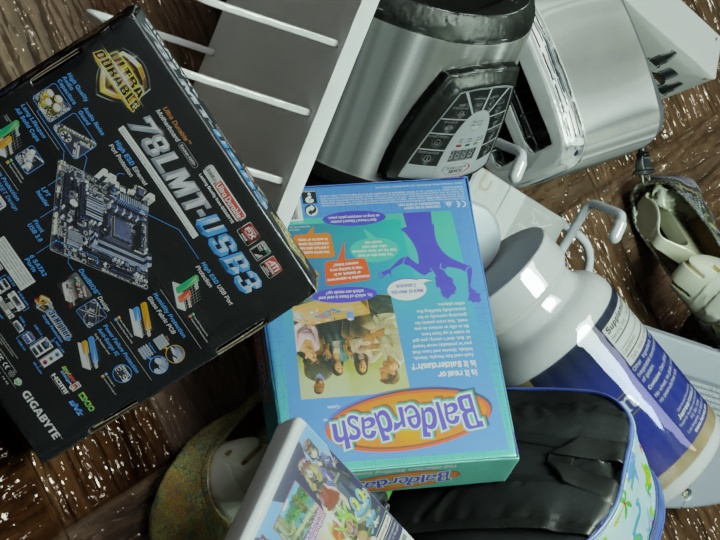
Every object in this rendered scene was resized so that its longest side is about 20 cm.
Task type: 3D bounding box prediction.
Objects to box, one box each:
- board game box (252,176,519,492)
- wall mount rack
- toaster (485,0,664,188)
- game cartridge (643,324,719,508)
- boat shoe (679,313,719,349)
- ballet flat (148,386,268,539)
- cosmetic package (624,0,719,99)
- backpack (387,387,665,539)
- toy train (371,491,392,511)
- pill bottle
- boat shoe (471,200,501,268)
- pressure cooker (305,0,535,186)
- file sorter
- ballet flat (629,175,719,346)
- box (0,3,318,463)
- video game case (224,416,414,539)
[{"bbox_3d":[0.009,0.041,1.546,0.152,0.045,0.200,-3,65,-12],"label":"board game box"},{"bbox_3d":[0.106,0.004,1.798,0.200,0.075,0.174,29,91,-36],"label":"wall mount rack"},{"bbox_3d":[0.146,-0.146,1.872,0.129,0.114,0.200,-22,91,-46],"label":"toaster"},{"bbox_3d":[0.213,0.110,1.839,0.200,0.040,0.134,18,90,-35],"label":"game cartridge"},{"bbox_3d":[0.288,0.061,1.977,0.065,0.073,0.200,50,41,-2],"label":"boat shoe"},{"bbox_3d":[-0.064,0.117,1.560,0.071,0.071,0.200,58,42,-12],"label":"ballet flat"},{"bbox_3d":[0.202,-0.215,1.985,0.200,0.082,0.051,36,49,-31],"label":"cosmetic package"},{"bbox_3d":[0.099,0.168,1.615,0.147,0.200,0.183,63,35,-37],"label":"backpack"},{"bbox_3d":[0.020,0.095,1.594,0.042,0.056,0.200,77,30,-43],"label":"toy train"},{"bbox_3d":[0.153,0.073,1.710,0.200,0.116,0.116,49,44,-14],"label":"pill bottle"},{"bbox_3d":[-0.001,-0.003,1.679,0.199,0.068,0.074,-27,106,-25],"label":"boat shoe"},{"bbox_3d":[0.013,-0.130,1.653,0.176,0.200,0.179,20,29,-3],"label":"pressure cooker"},{"bbox_3d":[-0.100,-0.128,1.506,0.124,0.139,0.200,14,103,-37],"label":"file sorter"},{"bbox_3d":[0.267,-0.004,1.939,0.072,0.072,0.200,22,29,-41],"label":"ballet flat"},{"bbox_3d":[-0.159,-0.020,1.422,0.200,0.198,0.050,56,6,-13],"label":"box"},{"bbox_3d":[-0.018,0.215,1.418,0.182,0.023,0.200,49,41,-22],"label":"video game case"}]
